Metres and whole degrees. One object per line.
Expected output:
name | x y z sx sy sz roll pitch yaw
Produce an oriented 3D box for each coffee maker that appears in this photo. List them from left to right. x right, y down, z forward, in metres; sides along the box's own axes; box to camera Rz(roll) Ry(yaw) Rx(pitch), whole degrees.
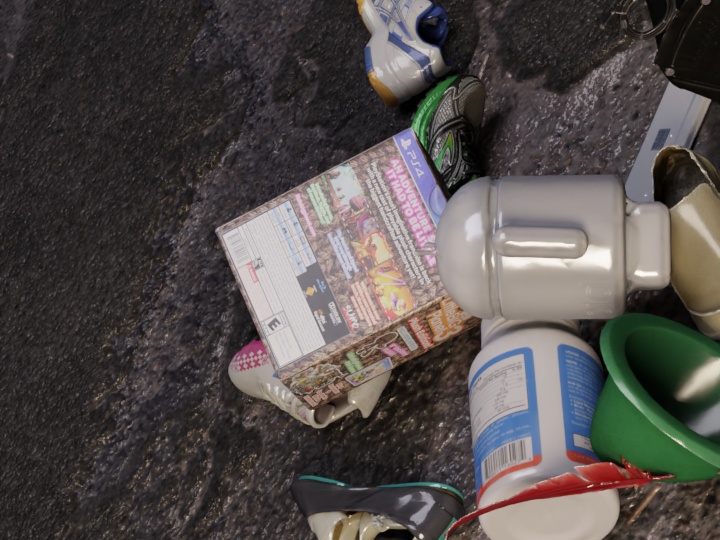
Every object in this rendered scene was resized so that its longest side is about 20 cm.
coffee maker | 0.289 -0.253 1.829 0.135 0.192 0.201 -43 34 27

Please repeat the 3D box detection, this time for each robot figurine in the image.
robot figurine | 0.145 -0.018 1.720 0.199 0.170 0.114 -1 83 9

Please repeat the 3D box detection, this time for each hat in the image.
hat | 0.201 0.146 1.627 0.176 0.199 0.166 -58 4 28

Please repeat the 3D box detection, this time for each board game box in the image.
board game box | 0.000 0.000 1.922 0.199 0.097 0.160 -27 66 5

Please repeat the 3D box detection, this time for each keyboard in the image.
keyboard | 0.267 -0.113 1.893 0.056 0.011 0.201 -2 57 54

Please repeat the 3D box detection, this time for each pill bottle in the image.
pill bottle | 0.143 0.117 1.737 0.112 0.112 0.201 -30 39 28

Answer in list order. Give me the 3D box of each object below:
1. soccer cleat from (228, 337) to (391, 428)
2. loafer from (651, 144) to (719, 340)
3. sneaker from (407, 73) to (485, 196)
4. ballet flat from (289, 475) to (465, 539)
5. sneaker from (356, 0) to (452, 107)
soccer cleat | -0.057 0.105 2.014 0.199 0.070 0.087 -11 51 43
loafer | 0.269 -0.026 1.755 0.076 0.068 0.200 -37 37 21
sneaker | 0.090 -0.090 2.030 0.085 0.078 0.201 -4 65 39
ballet flat | 0.003 0.212 1.852 0.199 0.073 0.073 -3 57 45
sneaker | 0.050 -0.252 2.227 0.088 0.075 0.201 -24 49 17
